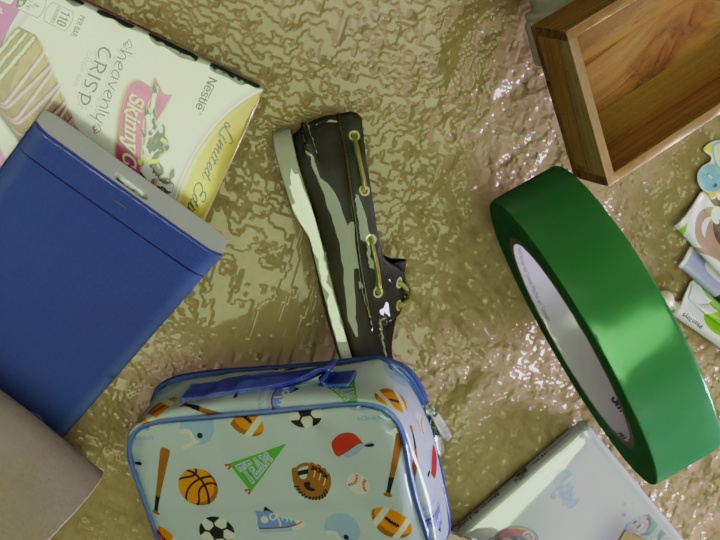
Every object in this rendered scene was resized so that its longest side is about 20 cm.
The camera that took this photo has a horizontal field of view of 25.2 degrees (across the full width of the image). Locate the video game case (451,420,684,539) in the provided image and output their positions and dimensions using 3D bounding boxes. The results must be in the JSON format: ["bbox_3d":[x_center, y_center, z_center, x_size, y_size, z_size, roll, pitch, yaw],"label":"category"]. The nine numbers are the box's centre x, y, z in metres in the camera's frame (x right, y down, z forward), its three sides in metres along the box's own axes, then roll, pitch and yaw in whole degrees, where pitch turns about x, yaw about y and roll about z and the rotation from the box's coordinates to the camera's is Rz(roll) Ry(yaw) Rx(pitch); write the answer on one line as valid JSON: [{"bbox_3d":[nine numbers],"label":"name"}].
[{"bbox_3d":[0.147,0.235,1.123,0.182,0.024,0.200,-41,103,0],"label":"video game case"}]

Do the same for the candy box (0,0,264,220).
[{"bbox_3d":[-0.177,-0.096,0.994,0.199,0.061,0.137,24,96,-12],"label":"candy box"}]

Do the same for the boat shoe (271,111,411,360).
[{"bbox_3d":[0.000,0.000,1.032,0.060,0.072,0.202,-18,100,-1],"label":"boat shoe"}]

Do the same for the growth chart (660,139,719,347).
[{"bbox_3d":[0.285,-0.032,1.098,0.144,0.018,0.200,27,94,-12],"label":"growth chart"}]

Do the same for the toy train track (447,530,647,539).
[{"bbox_3d":[0.122,0.210,1.085,0.199,0.033,0.115,24,95,-14],"label":"toy train track"}]

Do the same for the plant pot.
[{"bbox_3d":[-0.290,0.112,0.962,0.187,0.187,0.200,-41,95,1],"label":"plant pot"}]

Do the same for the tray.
[{"bbox_3d":[0.196,-0.142,0.955,0.200,0.037,0.099,-32,118,-22],"label":"tray"}]

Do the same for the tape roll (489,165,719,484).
[{"bbox_3d":[0.149,0.034,0.995,0.048,0.200,0.201,-30,103,-3],"label":"tape roll"}]

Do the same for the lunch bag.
[{"bbox_3d":[-0.040,0.129,1.012,0.199,0.076,0.161,-7,112,17],"label":"lunch bag"}]

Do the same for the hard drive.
[{"bbox_3d":[-0.190,0.012,0.982,0.132,0.025,0.200,36,123,-13],"label":"hard drive"}]

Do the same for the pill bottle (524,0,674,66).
[{"bbox_3d":[0.133,-0.234,0.988,0.114,0.114,0.201,-14,102,-6],"label":"pill bottle"}]
